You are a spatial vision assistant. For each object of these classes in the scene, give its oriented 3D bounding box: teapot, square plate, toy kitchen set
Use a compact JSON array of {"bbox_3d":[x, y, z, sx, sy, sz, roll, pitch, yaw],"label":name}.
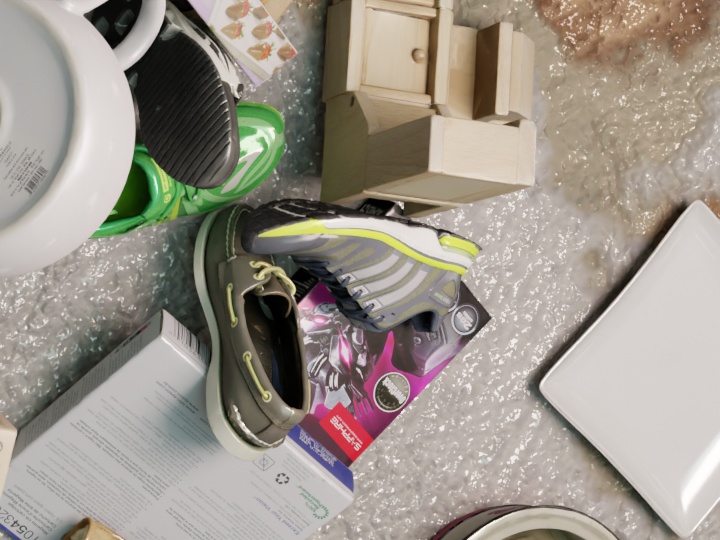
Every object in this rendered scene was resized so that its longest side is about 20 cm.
[{"bbox_3d":[-0.219,-0.086,1.351,0.199,0.146,0.199,-9,80,16],"label":"teapot"},{"bbox_3d":[0.259,0.079,1.697,0.200,0.028,0.198,-49,113,-8],"label":"square plate"},{"bbox_3d":[0.084,-0.144,1.480,0.162,0.180,0.201,6,82,-24],"label":"toy kitchen set"}]

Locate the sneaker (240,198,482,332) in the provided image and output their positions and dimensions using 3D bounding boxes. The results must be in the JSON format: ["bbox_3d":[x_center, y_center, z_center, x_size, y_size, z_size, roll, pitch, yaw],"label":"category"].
[{"bbox_3d":[0.000,0.000,1.476,0.199,0.074,0.081,11,93,-38],"label":"sneaker"}]

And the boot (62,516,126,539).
[{"bbox_3d":[-0.161,0.291,1.534,0.199,0.066,0.176,32,97,-21],"label":"boot"}]

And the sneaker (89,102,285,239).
[{"bbox_3d":[-0.137,-0.060,1.470,0.199,0.084,0.075,-21,107,-19],"label":"sneaker"}]

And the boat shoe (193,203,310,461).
[{"bbox_3d":[-0.071,0.033,1.468,0.060,0.203,0.072,-32,137,31],"label":"boat shoe"}]

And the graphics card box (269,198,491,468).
[{"bbox_3d":[-0.013,0.058,1.564,0.200,0.051,0.126,-45,112,-11],"label":"graphics card box"}]

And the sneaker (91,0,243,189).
[{"bbox_3d":[-0.107,-0.118,1.418,0.074,0.200,0.088,-45,135,17],"label":"sneaker"}]

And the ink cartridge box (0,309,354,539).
[{"bbox_3d":[-0.141,0.152,1.515,0.200,0.043,0.196,-38,115,20],"label":"ink cartridge box"}]

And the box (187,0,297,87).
[{"bbox_3d":[-0.100,-0.191,1.388,0.039,0.041,0.200,-39,148,0],"label":"box"}]

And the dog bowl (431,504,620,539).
[{"bbox_3d":[0.117,0.271,1.647,0.199,0.074,0.202,-4,100,-22],"label":"dog bowl"}]

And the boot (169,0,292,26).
[{"bbox_3d":[-0.082,-0.272,1.460,0.166,0.072,0.200,37,88,-26],"label":"boot"}]

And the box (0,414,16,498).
[{"bbox_3d":[-0.340,0.115,1.412,0.199,0.095,0.078,13,94,-26],"label":"box"}]
